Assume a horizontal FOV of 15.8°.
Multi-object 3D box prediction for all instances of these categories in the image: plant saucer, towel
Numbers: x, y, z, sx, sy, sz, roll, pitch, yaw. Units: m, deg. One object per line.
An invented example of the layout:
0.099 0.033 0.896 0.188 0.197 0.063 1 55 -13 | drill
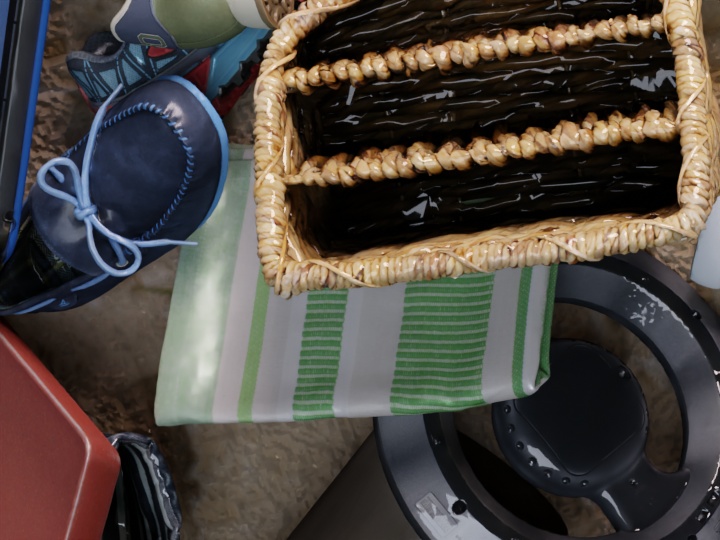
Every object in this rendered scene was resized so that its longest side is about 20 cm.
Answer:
-0.189 0.127 1.345 0.037 0.200 0.200 2 115 -33 | plant saucer
0.000 0.000 1.258 0.200 0.023 0.153 -3 64 21 | towel

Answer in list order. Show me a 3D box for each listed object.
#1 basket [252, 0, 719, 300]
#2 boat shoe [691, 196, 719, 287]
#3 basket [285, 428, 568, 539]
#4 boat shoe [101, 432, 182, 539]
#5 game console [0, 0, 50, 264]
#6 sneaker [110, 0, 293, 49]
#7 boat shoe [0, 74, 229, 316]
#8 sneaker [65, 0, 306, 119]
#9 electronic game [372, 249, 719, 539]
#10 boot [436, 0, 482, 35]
0.055 -0.076 1.144 0.200 0.149 0.143 -6 97 13 | basket
0.230 -0.070 1.232 0.091 0.071 0.200 23 109 6 | boat shoe
0.005 0.183 1.327 0.136 0.180 0.200 32 102 -12 | basket
-0.133 0.182 1.344 0.071 0.091 0.200 -3 85 -27 | boat shoe
-0.228 -0.122 1.278 0.118 0.171 0.200 4 107 -19 | game console
-0.093 -0.197 1.222 0.090 0.067 0.200 -15 73 19 | sneaker
-0.127 -0.021 1.275 0.084 0.069 0.200 50 141 9 | boat shoe
-0.073 -0.143 1.267 0.096 0.079 0.200 40 110 -3 | sneaker
0.102 0.072 1.269 0.200 0.200 0.042 34 154 -2 | electronic game
0.123 -0.152 1.229 0.155 0.072 0.200 13 106 10 | boot
